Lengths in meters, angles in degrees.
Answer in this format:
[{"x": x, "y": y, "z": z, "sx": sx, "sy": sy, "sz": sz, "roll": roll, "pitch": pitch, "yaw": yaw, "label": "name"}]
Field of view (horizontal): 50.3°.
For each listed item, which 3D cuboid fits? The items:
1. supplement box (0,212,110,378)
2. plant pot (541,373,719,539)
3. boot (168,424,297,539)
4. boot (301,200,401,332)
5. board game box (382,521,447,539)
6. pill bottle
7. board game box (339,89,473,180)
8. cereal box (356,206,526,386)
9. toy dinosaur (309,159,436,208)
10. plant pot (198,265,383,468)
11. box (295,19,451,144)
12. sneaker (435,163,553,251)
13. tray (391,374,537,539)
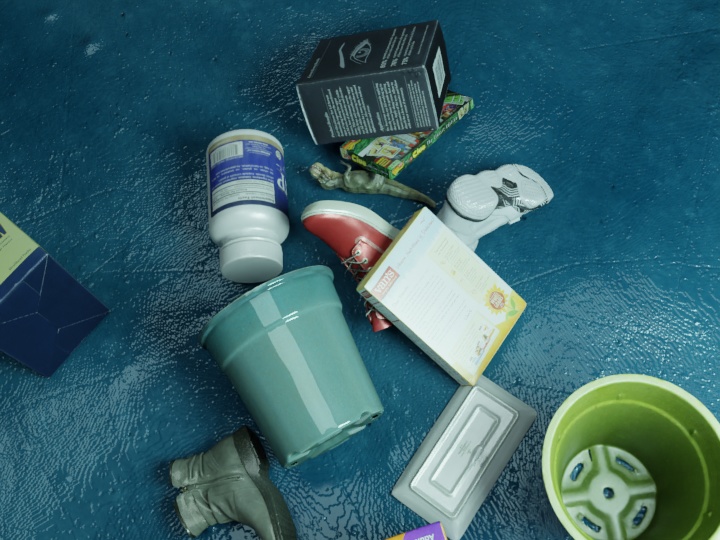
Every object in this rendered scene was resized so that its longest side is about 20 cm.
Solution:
[{"x": -0.500, "y": 0.015, "z": 1.080, "sx": 0.199, "sy": 0.201, "sz": 0.135, "roll": 35, "pitch": 74, "yaw": 21, "label": "supplement box"}, {"x": 0.299, "y": 0.242, "z": 0.881, "sx": 0.197, "sy": 0.190, "sz": 0.203, "roll": -3, "pitch": 67, "yaw": 6, "label": "plant pot"}, {"x": -0.166, "y": 0.312, "z": 0.990, "sx": 0.129, "sy": 0.068, "sz": 0.201, "roll": -29, "pitch": 59, "yaw": 0, "label": "boot"}, {"x": 0.000, "y": 0.000, "z": 1.036, "sx": 0.072, "sy": 0.198, "sz": 0.146, "roll": -22, "pitch": 53, "yaw": 47, "label": "boot"}, {"x": 0.030, "y": 0.413, "z": 0.837, "sx": 0.197, "sy": 0.200, "sz": 0.202, "roll": -18, "pitch": 66, "yaw": 0, "label": "board game box"}, {"x": -0.165, "y": -0.091, "z": 1.125, "sx": 0.118, "sy": 0.120, "sz": 0.203, "roll": -8, "pitch": 67, "yaw": 4, "label": "pill bottle"}, {"x": 0.071, "y": -0.216, "z": 1.160, "sx": 0.104, "sy": 0.024, "sz": 0.200, "roll": 26, "pitch": 57, "yaw": 35, "label": "board game box"}, {"x": 0.111, "y": 0.035, "z": 1.024, "sx": 0.200, "sy": 0.039, "sz": 0.144, "roll": 42, "pitch": 71, "yaw": -8, "label": "cereal box"}, {"x": 0.025, "y": -0.150, "z": 1.169, "sx": 0.197, "sy": 0.048, "sz": 0.089, "roll": 11, "pitch": 72, "yaw": 7, "label": "toy dinosaur"}, {"x": -0.078, "y": 0.131, "z": 0.987, "sx": 0.198, "sy": 0.200, "sz": 0.198, "roll": -28, "pitch": 74, "yaw": -5, "label": "plant pot"}, {"x": 0.023, "y": -0.280, "z": 1.143, "sx": 0.197, "sy": 0.105, "sz": 0.149, "roll": -3, "pitch": 41, "yaw": 20, "label": "box"}, {"x": 0.182, "y": -0.086, "z": 1.104, "sx": 0.198, "sy": 0.115, "sz": 0.076, "roll": -12, "pitch": 61, "yaw": -36, "label": "sneaker"}, {"x": 0.136, "y": 0.235, "z": 0.998, "sx": 0.107, "sy": 0.022, "sz": 0.201, "roll": 32, "pitch": 75, "yaw": 18, "label": "tray"}]
